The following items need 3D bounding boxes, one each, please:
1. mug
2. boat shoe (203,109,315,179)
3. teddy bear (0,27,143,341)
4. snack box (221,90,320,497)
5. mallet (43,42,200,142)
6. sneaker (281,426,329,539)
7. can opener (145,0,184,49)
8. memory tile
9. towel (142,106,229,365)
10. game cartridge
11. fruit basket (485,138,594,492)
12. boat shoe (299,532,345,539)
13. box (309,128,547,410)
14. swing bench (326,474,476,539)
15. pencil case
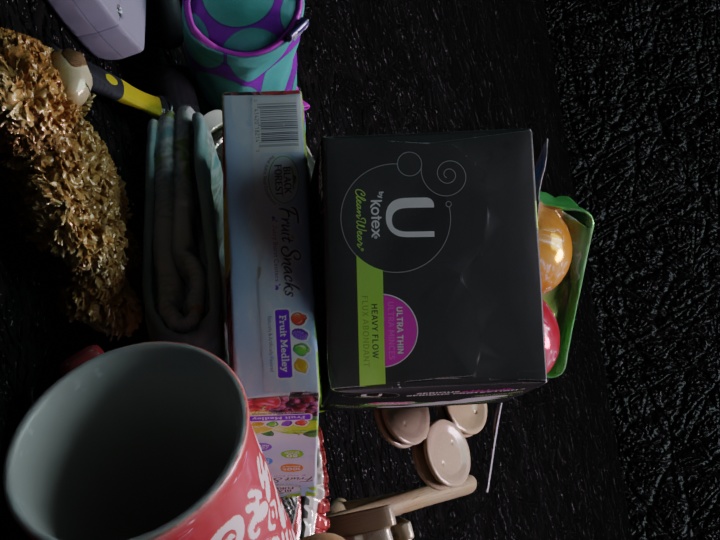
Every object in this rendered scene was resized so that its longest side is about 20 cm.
[{"bbox_3d":[-0.094,0.137,1.115,0.200,0.133,0.178,68,17,-44],"label":"mug"},{"bbox_3d":[-0.067,-0.061,1.420,0.060,0.072,0.202,41,8,18],"label":"boat shoe"},{"bbox_3d":[-0.163,-0.054,1.150,0.145,0.067,0.200,-75,150,-68],"label":"teddy bear"},{"bbox_3d":[-0.053,0.015,1.189,0.142,0.053,0.200,91,-4,-61],"label":"snack box"},{"bbox_3d":[-0.158,-0.126,1.320,0.200,0.041,0.066,34,43,-65],"label":"mallet"},{"bbox_3d":[-0.062,0.150,1.303,0.078,0.082,0.200,127,-42,-75],"label":"sneaker"},{"bbox_3d":[-0.148,-0.258,1.429,0.053,0.066,0.200,-25,113,-33],"label":"can opener"},{"bbox_3d":[0.047,0.046,1.466,0.153,0.017,0.200,45,44,-28],"label":"memory tile"},{"bbox_3d":[-0.104,0.020,1.265,0.171,0.048,0.200,85,1,-48],"label":"towel"},{"bbox_3d":[-0.190,-0.233,1.289,0.200,0.041,0.133,60,17,-49],"label":"game cartridge"},{"bbox_3d":[0.100,0.025,1.385,0.200,0.094,0.185,-62,163,-64],"label":"fruit basket"},{"bbox_3d":[-0.031,0.257,1.247,0.070,0.070,0.200,-121,-151,-46],"label":"boat shoe"},{"bbox_3d":[0.034,0.005,1.204,0.200,0.124,0.149,123,-36,-82],"label":"box"},{"bbox_3d":[0.018,0.264,1.453,0.200,0.130,0.199,-4,81,-68],"label":"swing bench"},{"bbox_3d":[-0.078,-0.144,1.441,0.085,0.092,0.200,44,-18,15],"label":"pencil case"}]
